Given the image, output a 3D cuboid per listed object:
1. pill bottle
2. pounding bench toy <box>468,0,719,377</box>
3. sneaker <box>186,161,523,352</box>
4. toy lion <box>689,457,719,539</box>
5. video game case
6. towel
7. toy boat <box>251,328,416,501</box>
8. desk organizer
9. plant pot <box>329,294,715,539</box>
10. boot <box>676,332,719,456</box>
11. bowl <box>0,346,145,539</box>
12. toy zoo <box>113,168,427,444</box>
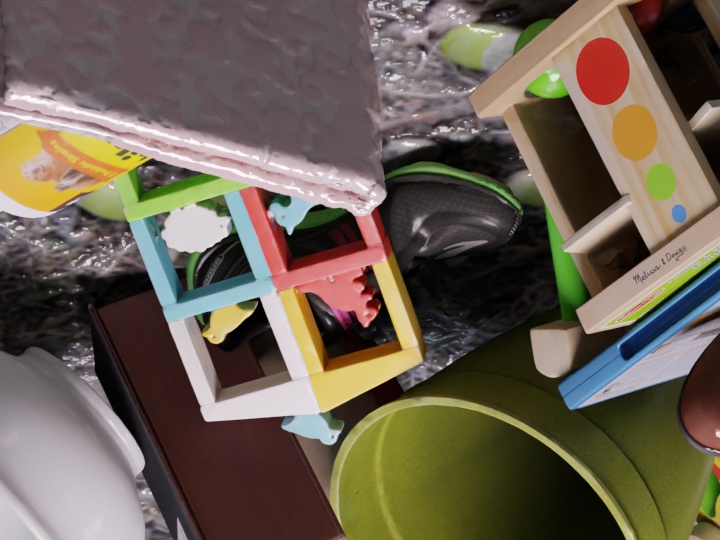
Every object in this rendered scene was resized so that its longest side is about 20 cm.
[{"bbox_3d":[-0.139,-0.097,1.374,0.199,0.110,0.109,-27,141,28],"label":"pill bottle"},{"bbox_3d":[0.133,-0.055,1.429,0.124,0.157,0.200,-11,158,-47],"label":"pounding bench toy"},{"bbox_3d":[0.000,0.000,1.563,0.199,0.084,0.077,-18,145,16],"label":"sneaker"},{"bbox_3d":[0.232,0.110,1.719,0.069,0.192,0.200,-37,-169,-17],"label":"toy lion"},{"bbox_3d":[0.208,0.007,1.427,0.143,0.018,0.200,-13,160,-41],"label":"video game case"},{"bbox_3d":[-0.080,-0.128,1.257,0.190,0.201,0.032,13,142,-25],"label":"towel"},{"bbox_3d":[-0.025,0.108,1.711,0.130,0.131,0.200,-16,160,-45],"label":"toy boat"},{"bbox_3d":[-0.082,0.102,1.588,0.077,0.201,0.072,-20,148,-14],"label":"desk organizer"},{"bbox_3d":[0.117,0.110,1.594,0.200,0.193,0.201,18,128,25],"label":"plant pot"},{"bbox_3d":[0.229,0.009,1.301,0.188,0.069,0.200,-27,164,-1],"label":"boot"},{"bbox_3d":[-0.186,0.108,1.583,0.090,0.201,0.201,-43,150,-18],"label":"bowl"},{"bbox_3d":[-0.047,0.002,1.510,0.131,0.020,0.201,-16,107,15],"label":"toy zoo"}]
